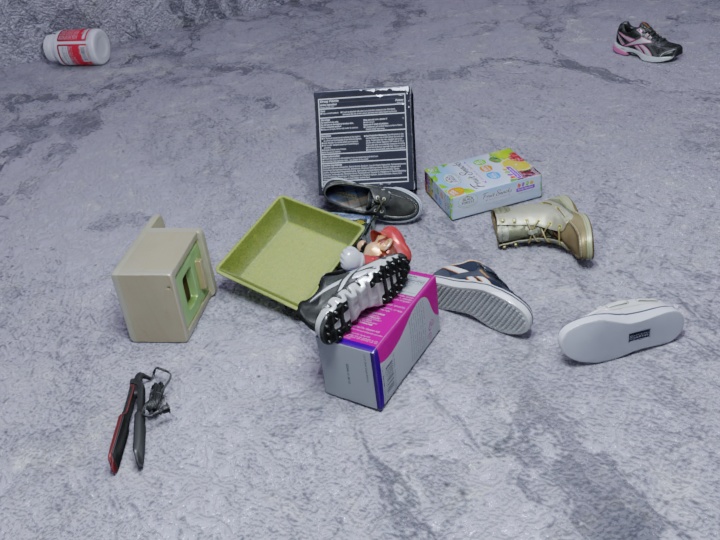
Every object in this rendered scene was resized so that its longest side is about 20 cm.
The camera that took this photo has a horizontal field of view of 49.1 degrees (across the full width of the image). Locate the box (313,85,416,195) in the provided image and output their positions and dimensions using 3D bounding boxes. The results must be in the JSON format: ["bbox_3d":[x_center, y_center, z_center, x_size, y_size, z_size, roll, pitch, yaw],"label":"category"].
[{"bbox_3d":[0.014,-0.255,1.578,0.195,0.204,0.123,-2,4,7],"label":"box"}]

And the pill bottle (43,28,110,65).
[{"bbox_3d":[-0.939,-0.738,2.607,0.195,0.114,0.113,3,33,14],"label":"pill bottle"}]

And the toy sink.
[{"bbox_3d":[-0.316,0.007,1.326,0.109,0.133,0.201,-1,32,9],"label":"toy sink"}]

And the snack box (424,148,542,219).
[{"bbox_3d":[0.243,-0.175,1.572,0.196,0.054,0.143,-15,33,-12],"label":"snack box"}]

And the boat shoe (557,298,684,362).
[{"bbox_3d":[0.369,0.077,1.144,0.195,0.073,0.066,-13,28,-11],"label":"boat shoe"}]

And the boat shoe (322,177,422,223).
[{"bbox_3d":[0.021,-0.130,1.499,0.195,0.070,0.057,12,13,4],"label":"boat shoe"}]

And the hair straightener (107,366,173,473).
[{"bbox_3d":[-0.300,0.202,1.116,0.075,0.042,0.201,-7,28,0],"label":"hair straightener"}]

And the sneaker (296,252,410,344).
[{"bbox_3d":[-0.013,0.024,1.112,0.089,0.068,0.199,22,45,37],"label":"sneaker"}]

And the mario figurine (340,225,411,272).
[{"bbox_3d":[0.000,0.000,1.283,0.201,0.106,0.123,-52,13,-33],"label":"mario figurine"}]

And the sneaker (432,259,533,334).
[{"bbox_3d":[0.195,0.033,1.237,0.197,0.080,0.079,21,47,38],"label":"sneaker"}]

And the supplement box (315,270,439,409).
[{"bbox_3d":[0.032,0.091,1.156,0.101,0.103,0.200,12,36,30],"label":"supplement box"}]

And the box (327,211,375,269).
[{"bbox_3d":[-0.083,-0.062,1.471,0.195,0.041,0.138,6,36,18],"label":"box"}]

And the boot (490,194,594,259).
[{"bbox_3d":[0.314,-0.068,1.377,0.151,0.074,0.201,-7,27,-2],"label":"boot"}]

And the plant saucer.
[{"bbox_3d":[-0.117,-0.023,1.365,0.197,0.048,0.201,22,58,29],"label":"plant saucer"}]

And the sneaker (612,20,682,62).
[{"bbox_3d":[0.771,-0.622,2.129,0.198,0.088,0.080,25,46,39],"label":"sneaker"}]
